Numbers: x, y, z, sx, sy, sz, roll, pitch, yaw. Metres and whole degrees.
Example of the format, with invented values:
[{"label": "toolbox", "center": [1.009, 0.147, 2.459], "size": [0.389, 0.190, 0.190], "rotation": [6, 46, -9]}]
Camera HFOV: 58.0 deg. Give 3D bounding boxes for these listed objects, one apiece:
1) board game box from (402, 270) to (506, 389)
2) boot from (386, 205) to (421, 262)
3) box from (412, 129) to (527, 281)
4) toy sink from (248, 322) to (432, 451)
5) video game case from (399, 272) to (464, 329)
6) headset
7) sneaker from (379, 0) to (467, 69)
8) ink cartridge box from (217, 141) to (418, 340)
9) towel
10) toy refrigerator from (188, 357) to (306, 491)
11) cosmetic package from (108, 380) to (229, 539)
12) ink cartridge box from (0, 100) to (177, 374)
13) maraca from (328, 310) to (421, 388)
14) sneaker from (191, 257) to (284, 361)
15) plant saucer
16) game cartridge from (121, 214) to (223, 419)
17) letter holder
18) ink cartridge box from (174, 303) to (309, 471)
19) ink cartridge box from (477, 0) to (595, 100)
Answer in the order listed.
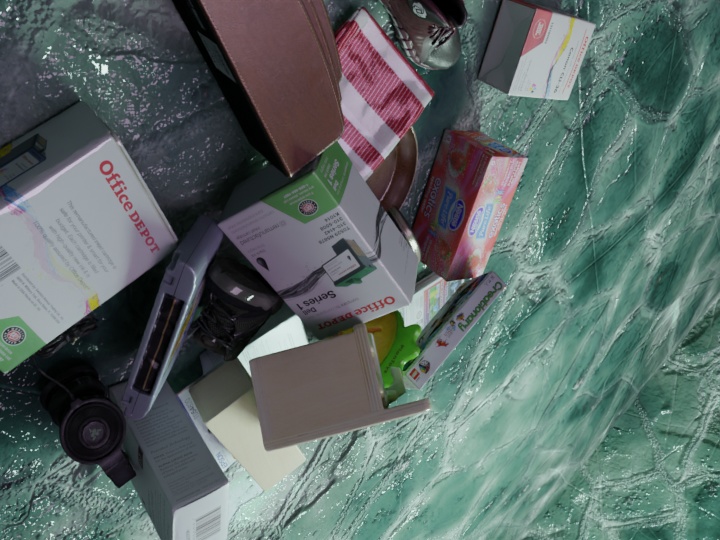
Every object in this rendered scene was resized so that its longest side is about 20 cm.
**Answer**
[{"label": "board game box", "center": [0.124, 0.091, 0.971], "size": [0.200, 0.035, 0.126], "rotation": [-48, -178, -13]}, {"label": "boot", "center": [0.000, 0.000, 0.882], "size": [0.148, 0.074, 0.201], "rotation": [-30, 167, -12]}, {"label": "box", "center": [0.159, -0.098, 0.991], "size": [0.093, 0.102, 0.205], "rotation": [-7, 125, -42]}, {"label": "toy sink", "center": [-0.022, 0.137, 0.789], "size": [0.194, 0.115, 0.131], "rotation": [-14, 167, 1]}, {"label": "video game case", "center": [0.114, 0.096, 1.163], "size": [0.180, 0.023, 0.204], "rotation": [-30, 136, -27]}, {"label": "headset", "center": [-0.288, 0.143, 0.703], "size": [0.093, 0.123, 0.204], "rotation": [-34, 132, -24]}, {"label": "sneaker", "center": [0.091, -0.287, 0.759], "size": [0.077, 0.115, 0.199], "rotation": [-54, 142, 5]}, {"label": "ink cartridge box", "center": [-0.041, -0.031, 0.744], "size": [0.143, 0.086, 0.201], "rotation": [-22, 122, 28]}, {"label": "towel", "center": [-0.016, -0.180, 0.758], "size": [0.144, 0.023, 0.201], "rotation": [41, 88, -27]}, {"label": "toy refrigerator", "center": [-0.149, 0.209, 0.876], "size": [0.075, 0.070, 0.202], "rotation": [-35, 137, -11]}, {"label": "cosmetic package", "center": [-0.228, 0.224, 0.761], "size": [0.073, 0.199, 0.104], "rotation": [-16, 130, -36]}, {"label": "ink cartridge box", "center": [-0.287, -0.031, 0.591], "size": [0.198, 0.087, 0.147], "rotation": [-37, 141, -16]}, {"label": "maraca", "center": [0.018, 0.112, 0.942], "size": [0.106, 0.199, 0.139], "rotation": [36, 81, -28]}, {"label": "sneaker", "center": [-0.152, 0.052, 0.757], "size": [0.115, 0.076, 0.200], "rotation": [-51, 175, -5]}, {"label": "plant saucer", "center": [-0.006, -0.123, 0.855], "size": [0.197, 0.034, 0.205], "rotation": [-26, 135, -29]}, {"label": "game cartridge", "center": [-0.203, 0.046, 0.711], "size": [0.040, 0.134, 0.203], "rotation": [21, 116, -12]}, {"label": "letter holder", "center": [-0.075, -0.224, 0.623], "size": [0.141, 0.100, 0.202], "rotation": [-37, 134, -12]}, {"label": "ink cartridge box", "center": [-0.154, 0.166, 0.923], "size": [0.198, 0.040, 0.203], "rotation": [-33, 138, -22]}, {"label": "ink cartridge box", "center": [0.273, -0.322, 0.961], "size": [0.196, 0.067, 0.119], "rotation": [-10, 126, -41]}]
